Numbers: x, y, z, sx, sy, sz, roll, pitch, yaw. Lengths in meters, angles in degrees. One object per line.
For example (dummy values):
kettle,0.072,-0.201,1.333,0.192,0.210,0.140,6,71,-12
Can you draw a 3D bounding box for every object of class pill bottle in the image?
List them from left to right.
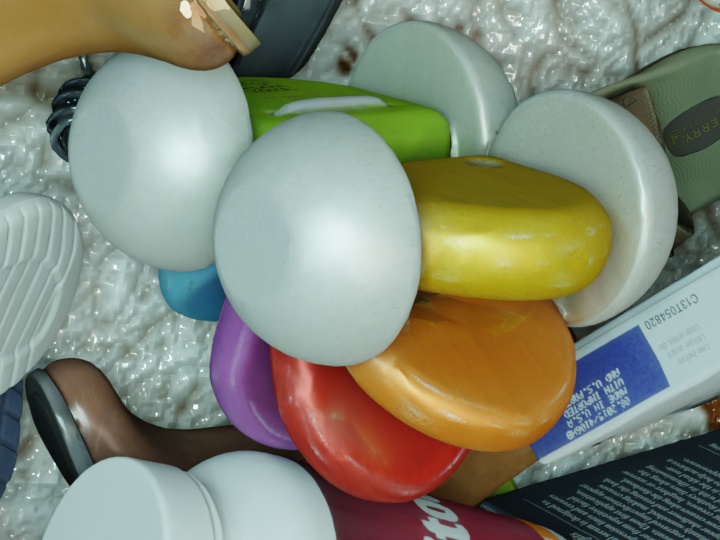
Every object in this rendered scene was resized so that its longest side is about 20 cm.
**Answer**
pill bottle,-0.014,0.130,1.035,0.200,0.113,0.113,17,98,-36

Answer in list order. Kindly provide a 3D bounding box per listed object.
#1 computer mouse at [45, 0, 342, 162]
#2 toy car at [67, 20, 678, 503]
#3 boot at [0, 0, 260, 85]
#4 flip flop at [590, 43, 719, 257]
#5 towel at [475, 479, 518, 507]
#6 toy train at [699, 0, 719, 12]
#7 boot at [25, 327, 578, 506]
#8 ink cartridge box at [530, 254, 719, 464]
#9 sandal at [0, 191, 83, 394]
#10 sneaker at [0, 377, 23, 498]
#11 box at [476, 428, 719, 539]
computer mouse,-0.034,-0.125,1.057,0.138,0.053,0.201,5,104,-26
toy car,0.000,0.000,0.992,0.175,0.200,0.150,-8,115,-39
boot,-0.138,-0.069,0.944,0.155,0.200,0.074,-49,136,-13
flip flop,0.111,-0.035,1.121,0.200,0.057,0.081,-30,108,-37
towel,0.023,0.099,1.176,0.086,0.018,0.200,-39,118,-12
toy train,0.131,-0.097,1.115,0.150,0.200,0.056,-17,157,-41
boot,-0.011,0.050,1.100,0.200,0.068,0.188,-41,117,-6
ink cartridge box,0.185,0.002,1.100,0.200,0.199,0.041,-19,79,-43
sandal,-0.157,0.008,0.970,0.083,0.050,0.203,-67,163,16
sneaker,-0.186,0.093,1.037,0.074,0.082,0.201,38,64,-47
box,0.159,0.157,1.195,0.199,0.107,0.149,-14,112,-30
